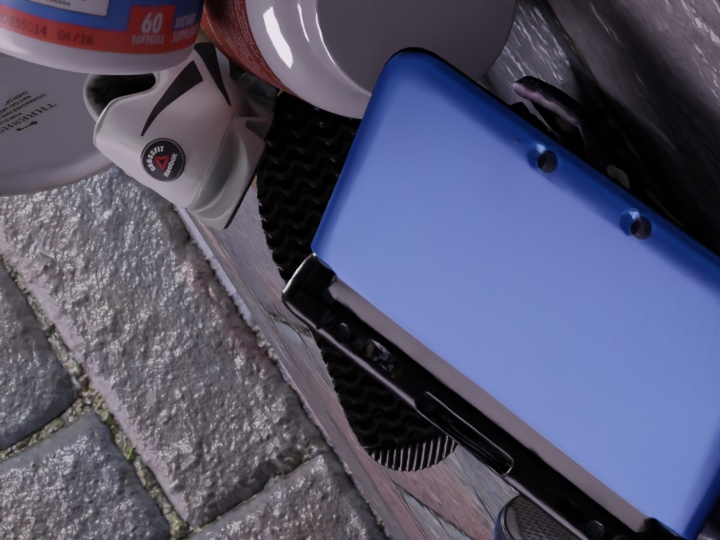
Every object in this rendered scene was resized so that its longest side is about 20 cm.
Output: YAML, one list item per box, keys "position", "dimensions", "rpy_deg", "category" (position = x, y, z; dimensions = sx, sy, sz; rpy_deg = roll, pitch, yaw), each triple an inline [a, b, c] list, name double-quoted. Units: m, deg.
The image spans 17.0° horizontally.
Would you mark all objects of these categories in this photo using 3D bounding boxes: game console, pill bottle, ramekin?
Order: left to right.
- position: [-0.190, -0.117, 1.234]
  dimensions: [0.200, 0.200, 0.105]
  rpy_deg: [74, -172, -67]
  category: "ramekin"
- position: [-0.107, -0.193, 1.018]
  dimensions: [0.112, 0.112, 0.200]
  rpy_deg: [47, 130, 55]
  category: "pill bottle"
- position: [-0.004, -0.125, 1.040]
  dimensions: [0.112, 0.112, 0.200]
  rpy_deg: [59, 173, -17]
  category: "pill bottle"
- position: [0.081, 0.028, 0.960]
  dimensions: [0.200, 0.118, 0.171]
  rpy_deg: [38, -178, 24]
  category: "game console"

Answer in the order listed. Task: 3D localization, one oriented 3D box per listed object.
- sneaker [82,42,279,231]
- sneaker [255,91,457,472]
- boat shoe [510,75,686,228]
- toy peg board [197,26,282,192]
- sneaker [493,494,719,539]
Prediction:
- position: [-0.086, -0.085, 1.162]
  dimensions: [0.088, 0.074, 0.200]
  rpy_deg: [24, -167, -6]
  category: "sneaker"
- position: [0.000, 0.000, 1.210]
  dimensions: [0.090, 0.070, 0.200]
  rpy_deg: [-50, -59, -83]
  category: "sneaker"
- position: [0.106, 0.002, 1.000]
  dimensions: [0.200, 0.075, 0.093]
  rpy_deg: [49, 174, 42]
  category: "boat shoe"
- position: [-0.037, -0.162, 1.282]
  dimensions: [0.200, 0.098, 0.199]
  rpy_deg: [57, 157, -1]
  category: "toy peg board"
- position: [0.153, 0.127, 1.088]
  dimensions: [0.200, 0.077, 0.085]
  rpy_deg: [15, 137, 25]
  category: "sneaker"
